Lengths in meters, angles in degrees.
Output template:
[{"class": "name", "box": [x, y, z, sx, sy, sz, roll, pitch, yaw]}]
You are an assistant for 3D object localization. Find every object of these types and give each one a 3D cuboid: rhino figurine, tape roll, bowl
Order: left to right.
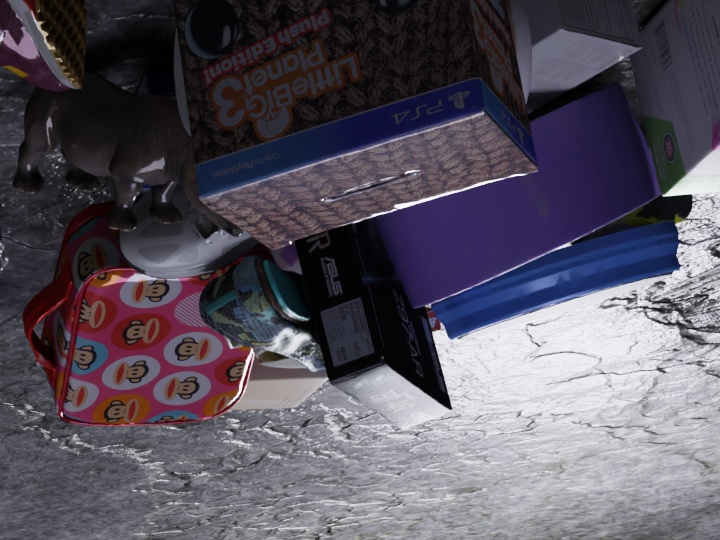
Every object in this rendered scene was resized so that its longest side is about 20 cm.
[{"class": "rhino figurine", "box": [-0.135, -0.071, 1.285, 0.199, 0.088, 0.060, 19, -154, 30]}, {"class": "tape roll", "box": [0.108, -0.053, 1.437, 0.199, 0.086, 0.200, -25, -178, 1]}, {"class": "bowl", "box": [0.152, 0.010, 1.572, 0.199, 0.040, 0.201, -17, 176, -1]}]

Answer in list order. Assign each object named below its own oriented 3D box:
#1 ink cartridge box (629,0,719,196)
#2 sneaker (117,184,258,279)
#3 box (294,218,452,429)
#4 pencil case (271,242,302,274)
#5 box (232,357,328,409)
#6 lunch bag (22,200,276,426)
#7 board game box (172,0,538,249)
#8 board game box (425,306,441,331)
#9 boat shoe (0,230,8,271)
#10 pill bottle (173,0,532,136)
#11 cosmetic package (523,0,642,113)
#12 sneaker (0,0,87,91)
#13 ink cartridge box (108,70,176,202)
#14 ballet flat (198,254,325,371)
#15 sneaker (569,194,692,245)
[{"class": "ink cartridge box", "box": [0.253, -0.141, 1.323, 0.067, 0.118, 0.200, -3, 160, -20]}, {"class": "sneaker", "box": [-0.076, -0.058, 1.324, 0.199, 0.076, 0.115, -22, 171, 6]}, {"class": "box", "box": [0.000, 0.000, 1.467, 0.043, 0.202, 0.160, -20, 158, 14]}, {"class": "pencil case", "box": [-0.037, -0.006, 1.616, 0.198, 0.084, 0.086, -9, 133, -5]}, {"class": "box", "box": [-0.138, 0.075, 1.797, 0.198, 0.079, 0.095, -1, 160, -23]}, {"class": "lunch bag", "box": [-0.161, 0.035, 1.497, 0.174, 0.082, 0.201, -3, 142, -22]}, {"class": "board game box", "box": [-0.010, -0.136, 1.084, 0.158, 0.202, 0.097, -16, 160, 17]}, {"class": "board game box", "box": [-0.029, 0.037, 1.674, 0.102, 0.020, 0.199, -12, -168, -28]}, {"class": "boat shoe", "box": [-0.293, -0.009, 1.511, 0.073, 0.061, 0.200, -4, 160, -18]}, {"class": "pill bottle", "box": [-0.006, -0.128, 1.238, 0.198, 0.117, 0.116, -3, 160, -21]}, {"class": "cosmetic package", "box": [0.084, -0.133, 1.364, 0.082, 0.051, 0.199, 8, 154, -42]}, {"class": "sneaker", "box": [-0.220, -0.157, 1.135, 0.089, 0.076, 0.200, -6, 156, 15]}, {"class": "ink cartridge box", "box": [-0.108, -0.095, 1.398, 0.098, 0.040, 0.200, -3, 161, -19]}, {"class": "ballet flat", "box": [-0.058, 0.035, 1.431, 0.074, 0.075, 0.200, -15, 160, 16]}, {"class": "sneaker", "box": [0.167, -0.045, 1.617, 0.198, 0.075, 0.085, 1, 159, -29]}]
